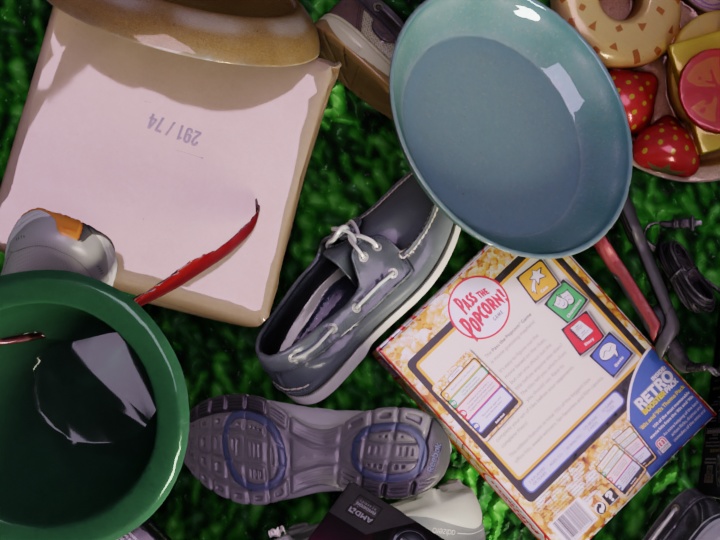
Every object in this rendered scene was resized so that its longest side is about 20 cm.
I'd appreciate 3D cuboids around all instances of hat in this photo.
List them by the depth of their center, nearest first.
[{"bbox_3d":[-0.158,0.066,0.988,0.197,0.176,0.168,-10,98,10],"label":"hat"}]

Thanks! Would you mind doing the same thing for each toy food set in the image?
[{"bbox_3d":[0.246,-0.166,1.161,0.196,0.049,0.202,-17,84,-6],"label":"toy food set"}]

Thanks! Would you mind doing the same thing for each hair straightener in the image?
[{"bbox_3d":[0.210,-0.015,1.115,0.076,0.041,0.201,-29,66,2],"label":"hair straightener"}]

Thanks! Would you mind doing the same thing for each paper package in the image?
[{"bbox_3d":[-0.134,-0.073,1.096,0.198,0.103,0.193,15,82,-3],"label":"paper package"}]

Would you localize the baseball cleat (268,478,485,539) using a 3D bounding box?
[{"bbox_3d":[0.004,0.209,1.069,0.198,0.070,0.108,-14,86,-23],"label":"baseball cleat"}]

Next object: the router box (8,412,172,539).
[{"bbox_3d":[-0.163,0.184,1.039,0.200,0.150,0.062,43,81,1],"label":"router box"}]

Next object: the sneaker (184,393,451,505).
[{"bbox_3d":[-0.030,0.127,1.097,0.197,0.087,0.076,4,85,15],"label":"sneaker"}]

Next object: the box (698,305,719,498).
[{"bbox_3d":[0.282,0.077,1.059,0.043,0.200,0.162,9,82,-3],"label":"box"}]

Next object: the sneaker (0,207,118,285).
[{"bbox_3d":[-0.215,0.045,1.025,0.075,0.201,0.093,22,47,-11],"label":"sneaker"}]

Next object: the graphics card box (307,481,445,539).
[{"bbox_3d":[-0.009,0.239,0.951,0.125,0.051,0.200,30,54,15],"label":"graphics card box"}]

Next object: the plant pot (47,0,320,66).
[{"bbox_3d":[-0.119,-0.185,1.066,0.198,0.200,0.028,16,112,-2],"label":"plant pot"}]

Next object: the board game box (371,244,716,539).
[{"bbox_3d":[0.129,0.080,1.125,0.151,0.046,0.200,-42,88,-7],"label":"board game box"}]

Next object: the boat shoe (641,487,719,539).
[{"bbox_3d":[0.199,0.242,1.101,0.072,0.071,0.201,28,103,-35],"label":"boat shoe"}]

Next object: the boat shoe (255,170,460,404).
[{"bbox_3d":[0.000,0.000,1.104,0.201,0.062,0.073,-52,45,-4],"label":"boat shoe"}]

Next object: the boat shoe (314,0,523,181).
[{"bbox_3d":[0.055,-0.126,1.129,0.200,0.073,0.065,41,76,-5],"label":"boat shoe"}]

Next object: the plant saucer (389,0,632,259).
[{"bbox_3d":[0.098,-0.098,1.085,0.198,0.036,0.203,12,66,-27],"label":"plant saucer"}]
